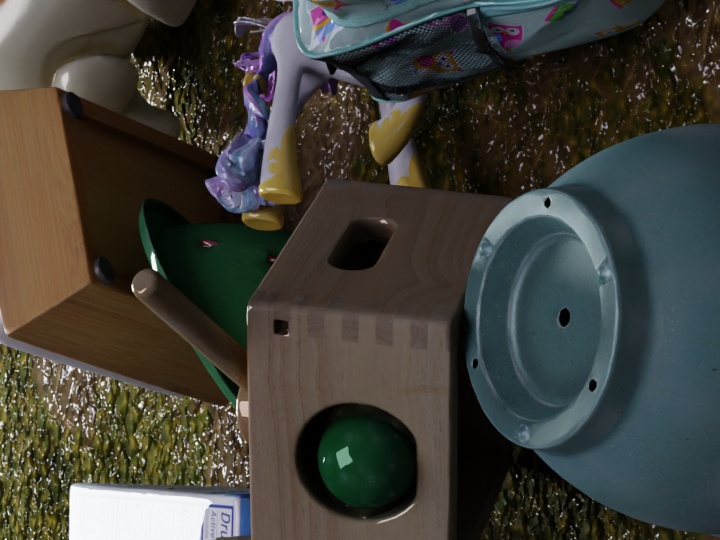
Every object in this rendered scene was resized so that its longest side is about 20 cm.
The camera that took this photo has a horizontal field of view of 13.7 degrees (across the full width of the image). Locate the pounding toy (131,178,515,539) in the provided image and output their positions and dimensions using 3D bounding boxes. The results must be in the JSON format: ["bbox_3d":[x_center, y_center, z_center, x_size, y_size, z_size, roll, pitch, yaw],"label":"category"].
[{"bbox_3d":[-0.012,0.053,1.462,0.200,0.142,0.184,-59,-28,-62],"label":"pounding toy"}]

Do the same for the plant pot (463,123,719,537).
[{"bbox_3d":[0.132,0.024,1.375,0.200,0.134,0.200,-10,79,56],"label":"plant pot"}]

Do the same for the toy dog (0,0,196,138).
[{"bbox_3d":[-0.182,-0.197,1.832,0.140,0.194,0.200,-116,35,-55],"label":"toy dog"}]

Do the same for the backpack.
[{"bbox_3d":[0.060,-0.190,1.460,0.200,0.153,0.176,-9,71,18],"label":"backpack"}]

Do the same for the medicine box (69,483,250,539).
[{"bbox_3d":[-0.081,0.216,1.710,0.200,0.103,0.182,-2,86,56],"label":"medicine box"}]

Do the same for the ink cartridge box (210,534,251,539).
[{"bbox_3d":[-0.062,0.258,1.555,0.145,0.084,0.200,34,98,16],"label":"ink cartridge box"}]

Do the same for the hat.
[{"bbox_3d":[0.000,0.000,1.657,0.176,0.166,0.200,-33,73,11],"label":"hat"}]

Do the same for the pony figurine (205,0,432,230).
[{"bbox_3d":[-0.021,-0.124,1.621,0.193,0.167,0.200,1,72,29],"label":"pony figurine"}]

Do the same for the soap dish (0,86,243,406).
[{"bbox_3d":[-0.142,-0.016,1.755,0.081,0.200,0.157,-26,62,28],"label":"soap dish"}]
